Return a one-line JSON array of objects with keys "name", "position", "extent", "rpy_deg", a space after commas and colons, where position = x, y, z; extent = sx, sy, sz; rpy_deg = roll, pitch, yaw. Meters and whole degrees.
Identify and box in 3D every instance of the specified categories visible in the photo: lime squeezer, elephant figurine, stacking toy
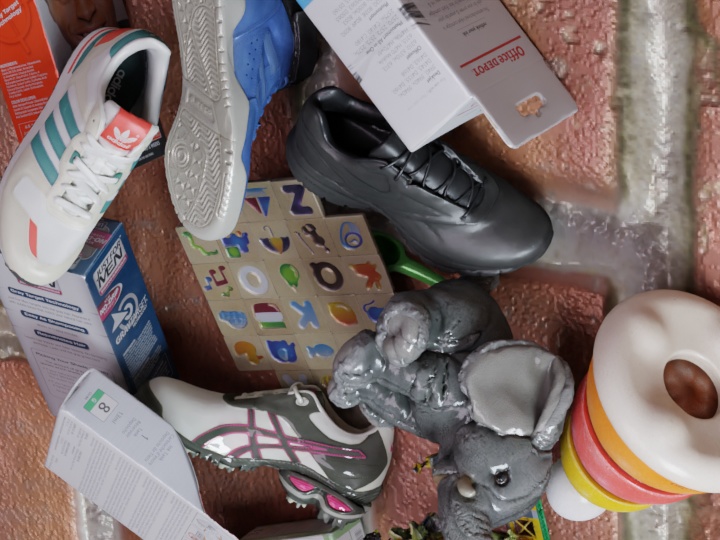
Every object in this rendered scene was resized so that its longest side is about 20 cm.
[{"name": "lime squeezer", "position": [0.000, 0.000, 1.591], "extent": [0.199, 0.038, 0.071], "rpy_deg": [4, 109, 28]}, {"name": "elephant figurine", "position": [0.084, 0.109, 1.476], "extent": [0.200, 0.141, 0.155], "rpy_deg": [45, 101, 19]}, {"name": "stacking toy", "position": [0.181, 0.117, 1.490], "extent": [0.146, 0.146, 0.200], "rpy_deg": [49, 140, 6]}]

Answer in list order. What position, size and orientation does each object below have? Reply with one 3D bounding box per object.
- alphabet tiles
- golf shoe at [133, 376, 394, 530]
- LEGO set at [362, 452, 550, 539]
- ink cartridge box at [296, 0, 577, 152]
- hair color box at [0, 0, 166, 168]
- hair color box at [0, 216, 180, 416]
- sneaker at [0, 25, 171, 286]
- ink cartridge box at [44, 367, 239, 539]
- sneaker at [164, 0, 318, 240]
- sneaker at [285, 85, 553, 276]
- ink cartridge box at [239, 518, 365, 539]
[{"name": "alphabet tiles", "position": [-0.045, 0.018, 1.607], "extent": [0.166, 0.006, 0.200], "rpy_deg": [-3, 123, 32]}, {"name": "golf shoe", "position": [-0.071, 0.115, 1.646], "extent": [0.199, 0.077, 0.088], "rpy_deg": [25, 101, -1]}, {"name": "LEGO set", "position": [0.050, 0.205, 1.558], "extent": [0.116, 0.200, 0.154], "rpy_deg": [2, 129, 32]}, {"name": "ink cartridge box", "position": [0.044, -0.156, 1.460], "extent": [0.067, 0.116, 0.200], "rpy_deg": [-39, 86, 34]}, {"name": "hair color box", "position": [-0.220, -0.164, 1.621], "extent": [0.061, 0.101, 0.201], "rpy_deg": [-10, 103, 34]}, {"name": "hair color box", "position": [-0.209, 0.040, 1.662], "extent": [0.100, 0.061, 0.200], "rpy_deg": [14, 143, 25]}, {"name": "sneaker", "position": [-0.191, -0.084, 1.531], "extent": [0.070, 0.200, 0.093], "rpy_deg": [29, 167, -26]}, {"name": "ink cartridge box", "position": [-0.144, 0.168, 1.644], "extent": [0.200, 0.050, 0.161], "rpy_deg": [35, 156, 1]}, {"name": "sneaker", "position": [-0.077, -0.122, 1.538], "extent": [0.077, 0.111, 0.201], "rpy_deg": [-1, 91, 43]}, {"name": "sneaker", "position": [0.040, -0.062, 1.492], "extent": [0.199, 0.076, 0.091], "rpy_deg": [24, 157, 5]}, {"name": "ink cartridge box", "position": [-0.071, 0.277, 1.728], "extent": [0.200, 0.048, 0.146], "rpy_deg": [-11, 101, 35]}]
